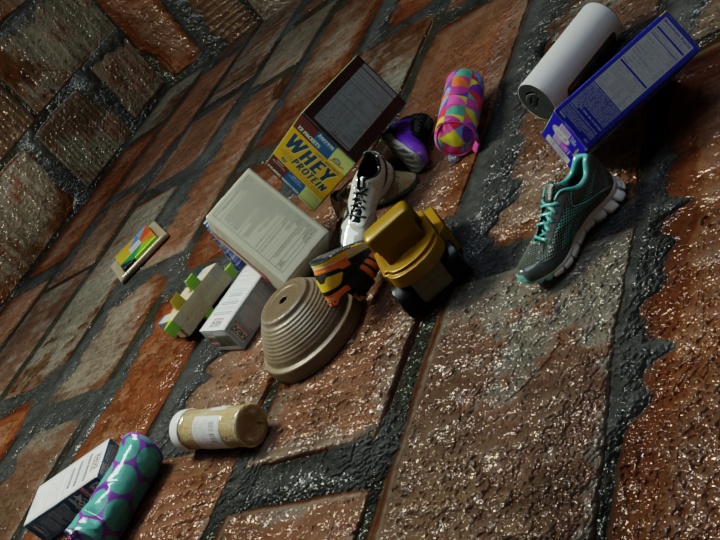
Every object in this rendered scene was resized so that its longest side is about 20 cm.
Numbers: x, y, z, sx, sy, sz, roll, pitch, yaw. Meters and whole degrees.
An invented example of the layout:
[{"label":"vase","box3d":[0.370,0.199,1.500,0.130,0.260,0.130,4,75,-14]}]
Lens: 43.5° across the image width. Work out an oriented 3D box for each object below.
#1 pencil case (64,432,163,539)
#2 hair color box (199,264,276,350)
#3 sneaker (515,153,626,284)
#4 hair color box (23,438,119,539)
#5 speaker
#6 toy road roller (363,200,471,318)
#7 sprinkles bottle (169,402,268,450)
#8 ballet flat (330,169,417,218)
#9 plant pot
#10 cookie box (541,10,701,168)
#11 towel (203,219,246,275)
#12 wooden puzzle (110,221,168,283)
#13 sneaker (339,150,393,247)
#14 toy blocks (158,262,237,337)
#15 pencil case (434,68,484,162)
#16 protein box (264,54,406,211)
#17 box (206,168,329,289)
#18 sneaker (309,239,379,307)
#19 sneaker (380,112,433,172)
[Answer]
[{"label":"pencil case","box3d":[-0.412,0.376,1.513,0.090,0.086,0.202,9,50,24]},{"label":"hair color box","box3d":[-0.215,0.057,1.741,0.098,0.061,0.202,-8,42,51]},{"label":"sneaker","box3d":[0.262,-0.073,1.196,0.201,0.091,0.077,-50,25,-13]},{"label":"hair color box","box3d":[-0.519,0.405,1.657,0.198,0.061,0.101,-35,27,20]},{"label":"speaker","box3d":[0.348,-0.349,1.504,0.201,0.081,0.081,-50,26,-14]},{"label":"toy road roller","box3d":[0.070,-0.043,1.369,0.122,0.146,0.201,-38,26,8]},{"label":"sprinkles bottle","box3d":[-0.231,0.254,1.454,0.198,0.068,0.069,-13,38,46]},{"label":"ballet flat","box3d":[0.016,-0.155,1.715,0.197,0.066,0.071,-24,27,34]},{"label":"plant pot","box3d":[-0.101,0.079,1.500,0.199,0.093,0.203,-33,28,20]},{"label":"cookie box","box3d":[0.357,-0.247,1.261,0.199,0.076,0.171,-41,-6,3]},{"label":"towel","box3d":[-0.217,-0.077,1.801,0.024,0.201,0.145,29,70,39]},{"label":"wooden puzzle","box3d":[-0.636,-0.059,2.569,0.185,0.037,0.199,-47,25,-7]},{"label":"sneaker","box3d":[0.001,-0.123,1.620,0.072,0.080,0.204,9,71,20]},{"label":"toy blocks","box3d":[-0.352,0.067,1.911,0.202,0.100,0.136,-55,16,-21]},{"label":"pencil case","box3d":[0.185,-0.289,1.659,0.087,0.088,0.202,-26,32,32]},{"label":"protein box","box3d":[-0.049,-0.262,1.735,0.201,0.135,0.198,-52,6,-35]},{"label":"box","box3d":[-0.169,-0.067,1.676,0.128,0.199,0.109,-49,-11,-14]},{"label":"sneaker","box3d":[0.000,0.000,1.483,0.069,0.092,0.198,-13,6,44]},{"label":"sneaker","box3d":[0.104,-0.261,1.744,0.099,0.070,0.200,-40,26,2]}]
